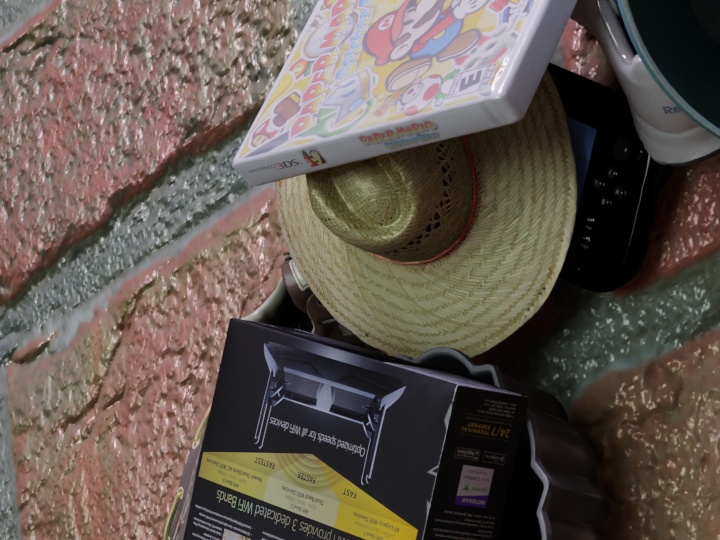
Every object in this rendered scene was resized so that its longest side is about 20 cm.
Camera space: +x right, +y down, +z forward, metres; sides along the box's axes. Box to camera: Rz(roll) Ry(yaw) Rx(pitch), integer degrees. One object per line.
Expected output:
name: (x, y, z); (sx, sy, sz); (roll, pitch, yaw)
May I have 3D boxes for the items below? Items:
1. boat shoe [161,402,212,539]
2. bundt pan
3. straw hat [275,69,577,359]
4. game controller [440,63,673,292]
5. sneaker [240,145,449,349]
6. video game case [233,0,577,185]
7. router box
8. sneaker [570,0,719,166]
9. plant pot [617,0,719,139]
boat shoe: (-0.085, 0.161, 1.636); (0.060, 0.072, 0.200); (21, 93, 57)
bundt pan: (0.056, 0.144, 1.461); (0.202, 0.076, 0.202); (-16, 68, 47)
straw hat: (0.014, -0.051, 1.458); (0.201, 0.085, 0.201); (-2, 86, 33)
game controller: (0.093, -0.061, 1.497); (0.200, 0.042, 0.104); (29, 103, 51)
sneaker: (0.000, 0.000, 1.547); (0.200, 0.076, 0.070); (-50, 56, 44)
video game case: (0.040, -0.135, 1.413); (0.182, 0.023, 0.200); (-12, 41, 41)
router box: (-0.010, 0.120, 1.445); (0.200, 0.052, 0.157); (15, 93, 51)
sneaker: (0.139, -0.147, 1.410); (0.074, 0.087, 0.200); (-30, 50, 3)
plant pot: (0.208, -0.146, 1.287); (0.135, 0.200, 0.200); (-153, 76, -86)
